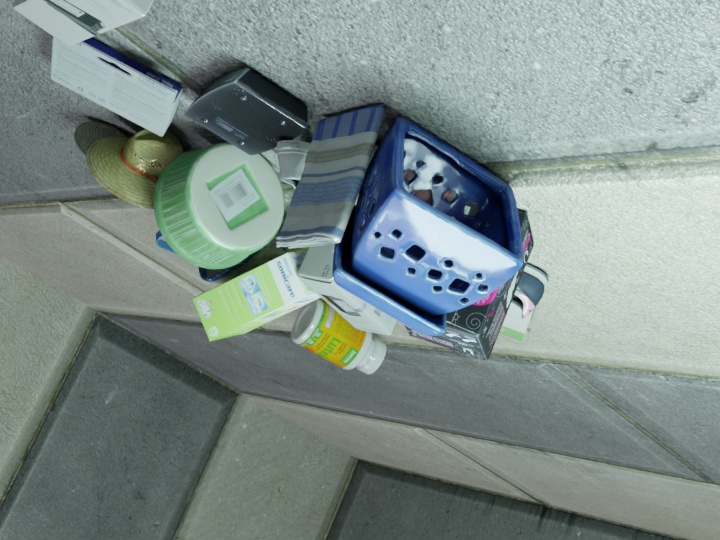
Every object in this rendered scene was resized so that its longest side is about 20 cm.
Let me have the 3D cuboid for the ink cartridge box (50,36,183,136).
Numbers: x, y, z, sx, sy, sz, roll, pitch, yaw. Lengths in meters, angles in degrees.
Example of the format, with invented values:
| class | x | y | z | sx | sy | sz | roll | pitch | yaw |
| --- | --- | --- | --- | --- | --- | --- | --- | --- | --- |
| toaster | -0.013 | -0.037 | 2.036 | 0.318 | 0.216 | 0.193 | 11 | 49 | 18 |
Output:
| class | x | y | z | sx | sy | sz | roll | pitch | yaw |
| --- | --- | --- | --- | --- | --- | --- | --- | --- | --- |
| ink cartridge box | -0.365 | -0.291 | 1.588 | 0.196 | 0.043 | 0.200 | 28 | 160 | -10 |

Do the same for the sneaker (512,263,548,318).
| class | x | y | z | sx | sy | sz | roll | pitch | yaw |
| --- | --- | --- | --- | --- | --- | --- | --- | --- | --- |
| sneaker | 0.194 | 0.012 | 1.698 | 0.200 | 0.082 | 0.070 | 18 | 162 | 16 |

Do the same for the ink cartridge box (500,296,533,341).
| class | x | y | z | sx | sy | sz | roll | pitch | yaw |
| --- | --- | --- | --- | --- | --- | --- | --- | --- | --- |
| ink cartridge box | 0.229 | 0.052 | 1.828 | 0.145 | 0.048 | 0.200 | 20 | 163 | 11 |

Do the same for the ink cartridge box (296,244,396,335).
| class | x | y | z | sx | sy | sz | roll | pitch | yaw |
| --- | --- | --- | --- | --- | --- | --- | --- | --- | --- |
| ink cartridge box | 0.000 | 0.000 | 1.804 | 0.086 | 0.148 | 0.200 | 9 | 156 | 39 |

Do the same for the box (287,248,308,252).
| class | x | y | z | sx | sy | sz | roll | pitch | yaw |
| --- | --- | --- | --- | --- | --- | --- | --- | --- | --- |
| box | -0.121 | -0.026 | 2.054 | 0.200 | 0.048 | 0.122 | 25 | 162 | -7 |

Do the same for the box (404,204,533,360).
| class | x | y | z | sx | sy | sz | roll | pitch | yaw |
| --- | --- | --- | --- | --- | --- | --- | --- | --- | --- |
| box | 0.154 | 0.009 | 1.539 | 0.132 | 0.200 | 0.115 | 17 | 161 | 21 |

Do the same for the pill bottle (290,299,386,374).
| class | x | y | z | sx | sy | sz | roll | pitch | yaw |
| --- | --- | --- | --- | --- | --- | --- | --- | --- | --- |
| pill bottle | -0.045 | 0.154 | 2.378 | 0.200 | 0.111 | 0.111 | 30 | 162 | -21 |

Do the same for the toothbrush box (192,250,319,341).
| class | x | y | z | sx | sy | sz | roll | pitch | yaw |
| --- | --- | --- | --- | --- | --- | --- | --- | --- | --- |
| toothbrush box | -0.166 | 0.042 | 1.844 | 0.200 | 0.086 | 0.146 | -26 | 174 | 18 |

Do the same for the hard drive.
| class | x | y | z | sx | sy | sz | roll | pitch | yaw |
| --- | --- | --- | --- | --- | --- | --- | --- | --- | --- |
| hard drive | -0.162 | -0.226 | 1.515 | 0.135 | 0.042 | 0.200 | 31 | 161 | -23 |

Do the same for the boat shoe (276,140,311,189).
| class | x | y | z | sx | sy | sz | roll | pitch | yaw |
| --- | --- | --- | --- | --- | --- | --- | --- | --- | --- |
| boat shoe | -0.074 | -0.136 | 1.577 | 0.072 | 0.069 | 0.200 | 3 | 170 | 10 |

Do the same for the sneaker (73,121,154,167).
| class | x | y | z | sx | sy | sz | roll | pitch | yaw |
| --- | --- | --- | --- | --- | --- | --- | --- | --- | --- |
| sneaker | -0.415 | -0.192 | 1.895 | 0.200 | 0.075 | 0.106 | 29 | 171 | 0 |

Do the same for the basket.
| class | x | y | z | sx | sy | sz | roll | pitch | yaw |
| --- | --- | --- | --- | --- | --- | --- | --- | --- | --- |
| basket | -0.241 | -0.058 | 1.898 | 0.176 | 0.139 | 0.200 | -27 | 147 | 28 |

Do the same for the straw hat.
| class | x | y | z | sx | sy | sz | roll | pitch | yaw |
| --- | --- | --- | --- | --- | --- | --- | --- | --- | --- |
| straw hat | -0.345 | -0.193 | 1.760 | 0.201 | 0.201 | 0.085 | 27 | 124 | -10 |

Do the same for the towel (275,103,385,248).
| class | x | y | z | sx | sy | sz | roll | pitch | yaw |
| --- | --- | --- | --- | --- | --- | --- | --- | --- | --- |
| towel | -0.041 | -0.123 | 1.403 | 0.024 | 0.200 | 0.147 | 28 | 163 | -31 |

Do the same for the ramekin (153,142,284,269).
| class | x | y | z | sx | sy | sz | roll | pitch | yaw |
| --- | --- | --- | --- | --- | --- | --- | --- | --- | --- |
| ramekin | -0.219 | -0.108 | 1.695 | 0.200 | 0.200 | 0.098 | 32 | 153 | -27 |

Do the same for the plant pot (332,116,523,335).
| class | x | y | z | sx | sy | sz | roll | pitch | yaw |
| --- | --- | --- | --- | --- | --- | --- | --- | --- | --- |
| plant pot | 0.076 | -0.046 | 1.373 | 0.200 | 0.200 | 0.180 | 30 | 120 | -17 |

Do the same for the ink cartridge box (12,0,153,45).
| class | x | y | z | sx | sy | sz | roll | pitch | yaw |
| --- | --- | --- | --- | --- | --- | --- | --- | --- | --- |
| ink cartridge box | -0.281 | -0.340 | 1.159 | 0.084 | 0.145 | 0.200 | 34 | 160 | -33 |

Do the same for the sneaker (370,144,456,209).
| class | x | y | z | sx | sy | sz | roll | pitch | yaw |
| --- | --- | --- | --- | --- | --- | --- | --- | --- | --- |
| sneaker | 0.030 | -0.135 | 1.483 | 0.200 | 0.075 | 0.105 | 18 | 168 | 30 |
